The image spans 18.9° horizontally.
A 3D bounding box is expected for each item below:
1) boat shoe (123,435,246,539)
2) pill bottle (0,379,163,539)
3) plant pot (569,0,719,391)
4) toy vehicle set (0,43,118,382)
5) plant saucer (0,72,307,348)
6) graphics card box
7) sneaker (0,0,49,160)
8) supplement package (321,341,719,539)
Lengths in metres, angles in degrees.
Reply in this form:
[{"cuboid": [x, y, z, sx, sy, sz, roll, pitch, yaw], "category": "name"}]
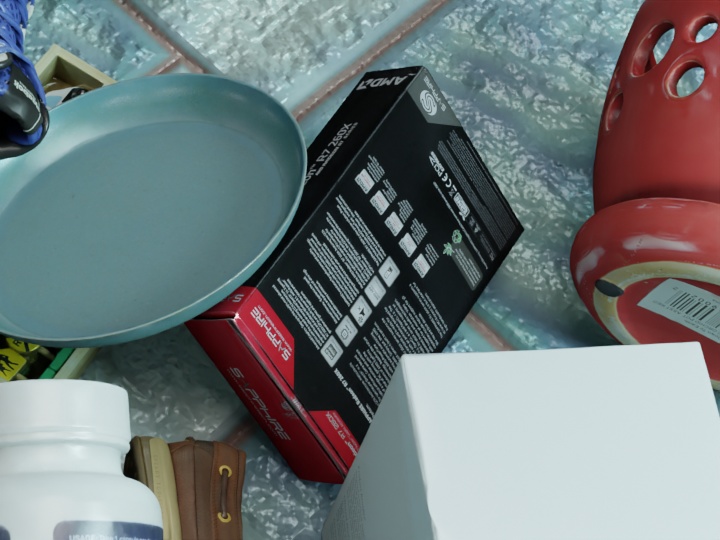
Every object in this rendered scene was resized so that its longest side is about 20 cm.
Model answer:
[{"cuboid": [-0.071, 0.172, 1.065, 0.067, 0.072, 0.201, -3, 61, -16], "category": "boat shoe"}, {"cuboid": [-0.145, 0.157, 1.005, 0.110, 0.111, 0.201, 0, 76, -14], "category": "pill bottle"}, {"cuboid": [0.218, -0.040, 1.195, 0.200, 0.201, 0.183, 23, 67, 1], "category": "plant pot"}, {"cuboid": [-0.172, -0.022, 1.182, 0.124, 0.027, 0.200, 31, 58, 5], "category": "toy vehicle set"}, {"cuboid": [-0.121, -0.028, 1.122, 0.199, 0.028, 0.201, -11, 42, 9], "category": "plant saucer"}, {"cuboid": [0.000, 0.000, 1.160, 0.126, 0.051, 0.200, 55, 54, -29], "category": "graphics card box"}, {"cuboid": [-0.206, -0.115, 1.176, 0.115, 0.081, 0.200, 13, 59, 30], "category": "sneaker"}, {"cuboid": [0.080, 0.148, 1.039, 0.150, 0.200, 0.152, -2, 61, -15], "category": "supplement package"}]
